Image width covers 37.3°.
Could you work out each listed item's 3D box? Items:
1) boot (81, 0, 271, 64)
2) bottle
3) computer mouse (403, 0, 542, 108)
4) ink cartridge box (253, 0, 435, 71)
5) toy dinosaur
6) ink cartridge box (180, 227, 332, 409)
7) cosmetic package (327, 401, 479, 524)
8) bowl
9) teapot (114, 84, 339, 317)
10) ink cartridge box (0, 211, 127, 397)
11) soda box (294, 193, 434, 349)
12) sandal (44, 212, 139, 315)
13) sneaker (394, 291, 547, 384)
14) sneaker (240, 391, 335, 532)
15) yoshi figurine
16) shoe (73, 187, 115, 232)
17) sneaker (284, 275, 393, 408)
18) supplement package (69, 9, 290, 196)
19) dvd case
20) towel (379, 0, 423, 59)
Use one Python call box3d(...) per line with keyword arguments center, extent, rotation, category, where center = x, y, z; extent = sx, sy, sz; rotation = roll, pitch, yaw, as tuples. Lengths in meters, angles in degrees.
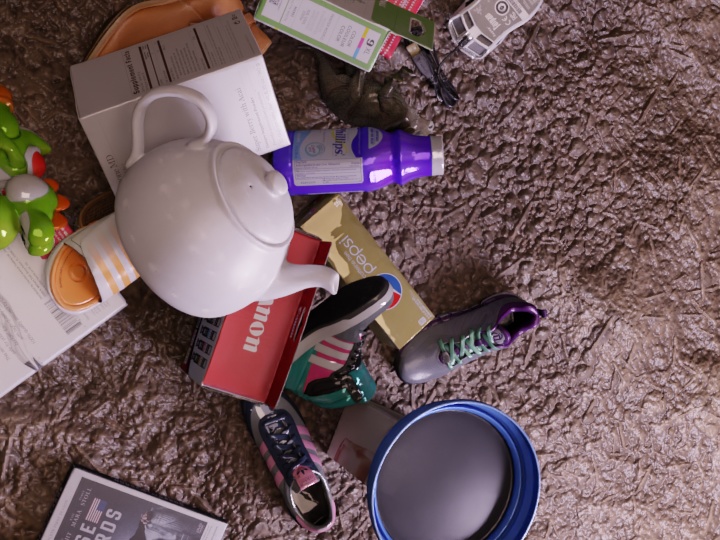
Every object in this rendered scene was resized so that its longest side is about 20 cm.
box3d(center=(-0.209, -0.251, 1.223), extent=(0.200, 0.074, 0.155), rotation=(-47, 113, -5), category="boot")
box3d(center=(-0.002, -0.131, 1.264), extent=(0.200, 0.084, 0.065), rotation=(-2, 129, 3), category="bottle")
box3d(center=(0.151, -0.308, 1.361), extent=(0.200, 0.044, 0.110), rotation=(-41, 101, -7), category="computer mouse")
box3d(center=(-0.016, -0.290, 1.242), extent=(0.200, 0.104, 0.059), rotation=(23, 119, -7), category="ink cartridge box")
box3d(center=(0.003, -0.209, 1.293), extent=(0.200, 0.077, 0.102), rotation=(21, 119, -7), category="toy dinosaur")
box3d(center=(-0.121, 0.042, 1.215), extent=(0.084, 0.176, 0.200), rotation=(19, 86, -20), category="ink cartridge box")
box3d(center=(0.045, 0.221, 1.273), extent=(0.103, 0.200, 0.087), rotation=(24, 87, -18), category="cosmetic package")
box3d(center=(0.099, 0.237, 1.165), extent=(0.201, 0.039, 0.201), rotation=(-2, 95, -19), category="bowl")
box3d(center=(-0.138, -0.061, 1.067), extent=(0.200, 0.146, 0.197), rotation=(20, 48, -52), category="teapot")
box3d(center=(-0.383, 0.037, 1.170), extent=(0.200, 0.083, 0.145), rotation=(-37, 105, -15), category="ink cartridge box")
box3d(center=(0.000, 0.000, 1.312), extent=(0.064, 0.068, 0.200), rotation=(-42, 105, -12), category="soda box")
box3d(center=(-0.249, -0.034, 1.152), extent=(0.207, 0.059, 0.079), rotation=(-41, 105, -27), category="sandal")
box3d(center=(0.138, 0.084, 1.355), extent=(0.200, 0.088, 0.074), rotation=(-29, 102, -16), category="sneaker")
box3d(center=(-0.079, 0.225, 1.291), extent=(0.070, 0.082, 0.200), rotation=(-29, 102, -15), category="sneaker")
box3d(center=(-0.385, -0.096, 1.106), extent=(0.112, 0.112, 0.200), rotation=(-33, 65, 5), category="yoshi figurine")
box3d(center=(-0.242, -0.087, 1.230), extent=(0.200, 0.053, 0.070), rotation=(-30, 91, -29), category="shoe")
box3d(center=(-0.012, 0.098, 1.277), extent=(0.200, 0.084, 0.121), rotation=(-35, 114, 26), category="sneaker")
box3d(center=(-0.196, -0.179, 1.164), extent=(0.200, 0.120, 0.121), rotation=(-20, 132, -4), category="supplement package")
box3d(center=(-0.277, 0.332, 1.259), extent=(0.200, 0.025, 0.150), rotation=(25, 84, -20), category="dvd case")
box3d(center=(-0.008, -0.374, 1.310), extent=(0.200, 0.022, 0.145), rotation=(33, 83, -18), category="towel")
